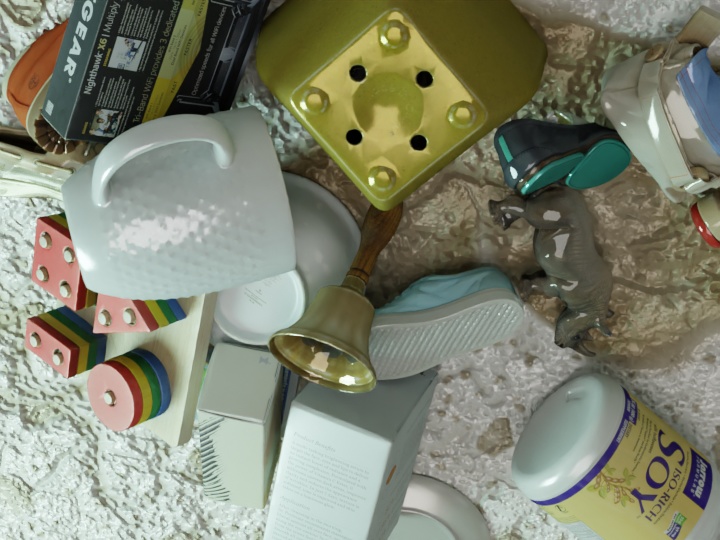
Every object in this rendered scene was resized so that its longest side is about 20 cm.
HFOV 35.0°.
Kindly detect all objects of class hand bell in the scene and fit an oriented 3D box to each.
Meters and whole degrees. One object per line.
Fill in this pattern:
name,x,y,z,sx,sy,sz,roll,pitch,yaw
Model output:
hand bell,0.000,0.000,1.053,0.104,0.201,0.104,18,155,9

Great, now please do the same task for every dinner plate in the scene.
dinner plate,0.048,0.316,1.284,0.199,0.024,0.201,3,117,5

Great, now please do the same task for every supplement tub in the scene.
supplement tub,0.267,0.214,1.142,0.200,0.146,0.145,38,114,-13

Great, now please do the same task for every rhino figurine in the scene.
rhino figurine,0.194,0.004,1.095,0.087,0.060,0.201,-17,114,17

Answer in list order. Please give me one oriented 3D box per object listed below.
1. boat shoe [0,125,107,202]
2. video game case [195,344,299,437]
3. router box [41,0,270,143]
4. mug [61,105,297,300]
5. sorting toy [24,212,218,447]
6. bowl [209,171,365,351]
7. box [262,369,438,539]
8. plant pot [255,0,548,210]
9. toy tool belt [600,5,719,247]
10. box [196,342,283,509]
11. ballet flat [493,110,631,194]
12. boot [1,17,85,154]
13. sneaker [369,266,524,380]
boat shoe,-0.274,-0.106,1.088,0.199,0.072,0.065,5,118,10
video game case,-0.162,0.095,1.201,0.199,0.018,0.144,12,116,0
router box,-0.168,-0.203,0.979,0.157,0.052,0.201,2,120,-45
mug,-0.156,-0.061,0.948,0.174,0.148,0.200,-15,155,-10
sorting toy,-0.241,0.049,1.104,0.198,0.069,0.201,30,121,29
bowl,-0.094,0.011,1.101,0.200,0.090,0.202,1,111,3
box,-0.012,0.198,1.150,0.106,0.152,0.201,19,116,14
plant pot,0.029,-0.165,0.953,0.195,0.200,0.194,-37,107,22
toy tool belt,0.306,-0.121,0.988,0.123,0.125,0.200,-33,109,28
box,-0.118,0.159,1.137,0.068,0.082,0.200,11,144,3
ballet flat,0.174,-0.109,0.993,0.073,0.200,0.074,6,100,35
boot,-0.246,-0.210,1.029,0.200,0.107,0.075,-51,138,-1
sneaker,0.056,0.047,1.117,0.199,0.082,0.074,-12,125,1
